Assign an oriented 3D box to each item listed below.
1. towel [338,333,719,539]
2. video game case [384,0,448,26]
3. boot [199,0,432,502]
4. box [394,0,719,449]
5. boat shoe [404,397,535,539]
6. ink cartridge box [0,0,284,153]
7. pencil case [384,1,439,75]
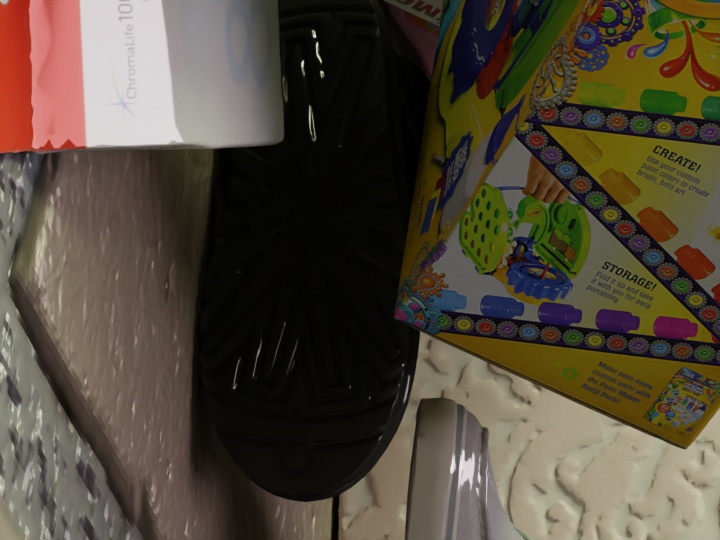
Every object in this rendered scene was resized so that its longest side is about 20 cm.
[{"bbox_3d":[0.083,0.103,1.212,0.032,0.190,0.201,32,59,-71],"label":"towel"},{"bbox_3d":[0.059,-0.182,1.226,0.023,0.181,0.201,-38,-143,51],"label":"video game case"},{"bbox_3d":[0.002,-0.001,1.129,0.158,0.079,0.212,51,41,-66],"label":"boot"},{"bbox_3d":[0.114,-0.085,1.040,0.193,0.121,0.201,-57,-166,36],"label":"box"},{"bbox_3d":[0.054,0.133,1.115,0.072,0.068,0.201,-81,167,-60],"label":"boat shoe"},{"bbox_3d":[-0.074,-0.117,0.917,0.200,0.047,0.161,-15,103,-75],"label":"ink cartridge box"},{"bbox_3d":[0.060,-0.109,1.329,0.200,0.087,0.088,64,30,-58],"label":"pencil case"}]
